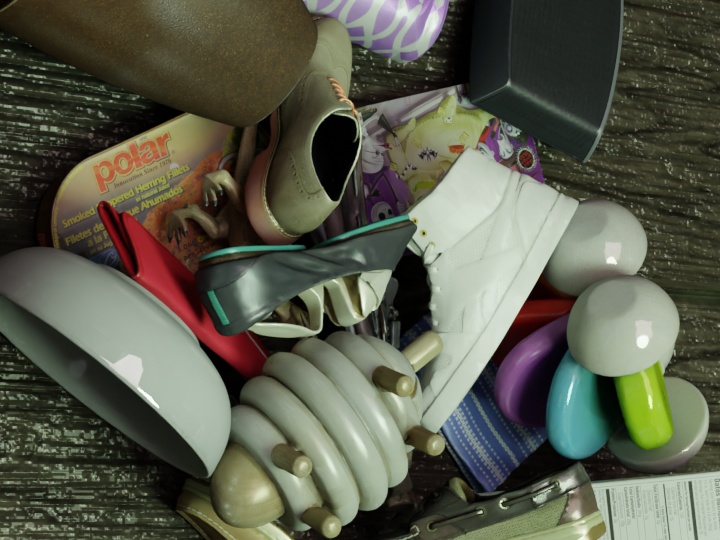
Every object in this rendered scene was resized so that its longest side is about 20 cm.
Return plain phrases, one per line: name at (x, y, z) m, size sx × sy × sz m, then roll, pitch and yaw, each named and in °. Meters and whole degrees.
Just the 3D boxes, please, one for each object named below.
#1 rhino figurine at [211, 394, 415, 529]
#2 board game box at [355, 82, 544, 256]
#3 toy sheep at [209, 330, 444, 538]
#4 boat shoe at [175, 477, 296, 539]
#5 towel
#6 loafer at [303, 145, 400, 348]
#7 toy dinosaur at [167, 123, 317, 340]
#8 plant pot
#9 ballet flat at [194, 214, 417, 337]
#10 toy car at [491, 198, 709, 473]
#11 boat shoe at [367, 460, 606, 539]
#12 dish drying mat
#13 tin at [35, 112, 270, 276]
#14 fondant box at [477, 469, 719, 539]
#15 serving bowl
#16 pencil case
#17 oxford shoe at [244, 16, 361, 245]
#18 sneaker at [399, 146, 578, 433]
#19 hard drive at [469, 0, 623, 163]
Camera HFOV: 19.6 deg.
rhino figurine at (-0.041, 0.134, 1.501) m, size 0.199 × 0.060 × 0.088 m, roll 9°, pitch 56°, yaw -31°
board game box at (0.055, -0.079, 1.621) m, size 0.199 × 0.032 × 0.121 m, roll -16°, pitch 96°, yaw -34°
toy sheep at (-0.019, 0.106, 1.407) m, size 0.199 × 0.138 × 0.139 m, roll -32°, pitch 100°, yaw -20°
boat shoe at (-0.060, 0.226, 1.468) m, size 0.200 × 0.074 × 0.067 m, roll 43°, pitch 75°, yaw -14°
towel at (0.127, 0.065, 1.647) m, size 0.200 × 0.024 × 0.145 m, roll -38°, pitch 103°, yaw -31°
loafer at (0.000, 0.000, 1.521) m, size 0.062 × 0.072 × 0.202 m, roll -18°, pitch 84°, yaw -6°
toy dinosaur at (-0.084, -0.039, 1.474) m, size 0.101 × 0.058 × 0.202 m, roll 4°, pitch 70°, yaw -50°
plant pot at (-0.131, -0.192, 1.425) m, size 0.200 × 0.186 × 0.188 m, roll 38°, pitch 64°, yaw -26°
ballet flat at (-0.031, 0.009, 1.417) m, size 0.199 × 0.073 × 0.074 m, roll -12°, pitch 89°, yaw -46°
toy car at (0.168, 0.061, 1.571) m, size 0.201 × 0.149 × 0.176 m, roll -105°, pitch 173°, yaw -45°
boat shoe at (0.073, 0.179, 1.480) m, size 0.198 × 0.073 × 0.065 m, roll -12°, pitch 88°, yaw 8°
dish drying mat at (-0.111, 0.025, 1.422) m, size 0.018 × 0.077 × 0.200 m, roll -35°, pitch 140°, yaw 6°
tin at (-0.141, -0.045, 1.480) m, size 0.199 × 0.042 × 0.113 m, roll -27°, pitch 102°, yaw -34°
fondant box at (0.202, 0.183, 1.547) m, size 0.144 × 0.198 × 0.059 m, roll 10°, pitch 74°, yaw -68°
serving bowl at (-0.158, 0.048, 1.350) m, size 0.200 × 0.200 × 0.066 m, roll 43°, pitch 75°, yaw -20°
pencil case at (-0.024, -0.225, 1.555) m, size 0.199 × 0.084 × 0.086 m, roll 20°, pitch 76°, yaw -29°
oxford shoe at (-0.024, -0.106, 1.473) m, size 0.071 × 0.073 × 0.201 m, roll 38°, pitch 46°, yaw -36°
sneaker at (0.062, 0.010, 1.521) m, size 0.115 × 0.074 × 0.201 m, roll 29°, pitch 93°, yaw 2°
hard drive at (0.155, -0.201, 1.677) m, size 0.134 × 0.042 × 0.202 m, roll 25°, pitch 58°, yaw -28°
